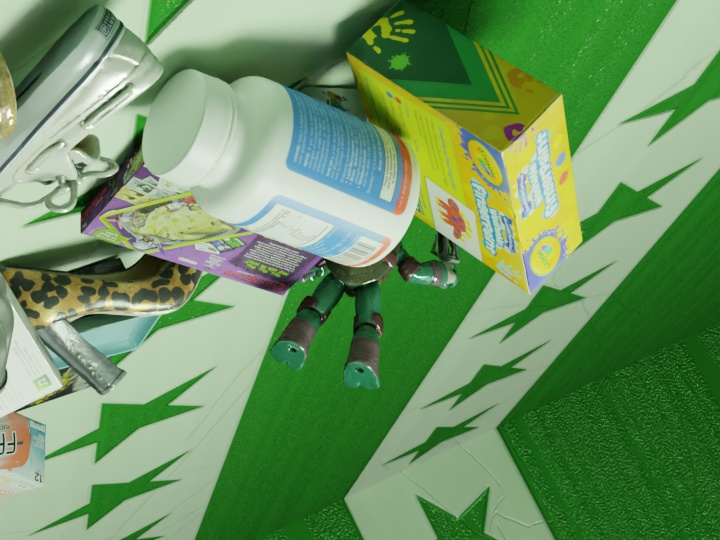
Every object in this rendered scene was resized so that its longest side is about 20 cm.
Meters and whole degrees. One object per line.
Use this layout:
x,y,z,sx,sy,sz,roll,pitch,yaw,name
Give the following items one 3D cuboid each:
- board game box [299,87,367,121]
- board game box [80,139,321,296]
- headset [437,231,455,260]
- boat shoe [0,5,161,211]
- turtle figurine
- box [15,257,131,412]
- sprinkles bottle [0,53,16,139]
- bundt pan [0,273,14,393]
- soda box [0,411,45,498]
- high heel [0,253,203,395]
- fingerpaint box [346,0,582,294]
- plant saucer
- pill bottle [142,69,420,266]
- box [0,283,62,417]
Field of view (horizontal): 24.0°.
-0.019,-0.096,1.494,0.147,0.065,0.199,-38,161,34,board game box
-0.116,-0.044,1.399,0.199,0.032,0.120,18,133,-32,board game box
-0.011,-0.029,1.656,0.198,0.095,0.124,-16,170,4,headset
-0.202,-0.084,1.128,0.202,0.086,0.075,-42,-155,25,boat shoe
0.000,0.000,1.486,0.149,0.201,0.101,7,146,25,turtle figurine
-0.304,0.072,1.572,0.160,0.049,0.200,-20,161,-29,box
-0.308,-0.088,1.008,0.199,0.069,0.068,-20,163,-29,sprinkles bottle
-0.322,0.021,1.131,0.201,0.202,0.076,-9,134,-50,bundt pan
-0.373,0.147,1.524,0.068,0.064,0.200,-19,150,28,soda box
-0.216,-0.011,1.469,0.071,0.143,0.201,-5,-135,55,high heel
0.087,-0.097,1.353,0.073,0.166,0.200,-44,148,-16,fingerpaint box
-0.272,0.068,1.499,0.199,0.019,0.070,-15,157,-38,plant saucer
-0.061,-0.081,1.287,0.199,0.113,0.112,21,135,-36,pill bottle
-0.363,0.081,1.380,0.199,0.036,0.145,-27,128,-5,box
